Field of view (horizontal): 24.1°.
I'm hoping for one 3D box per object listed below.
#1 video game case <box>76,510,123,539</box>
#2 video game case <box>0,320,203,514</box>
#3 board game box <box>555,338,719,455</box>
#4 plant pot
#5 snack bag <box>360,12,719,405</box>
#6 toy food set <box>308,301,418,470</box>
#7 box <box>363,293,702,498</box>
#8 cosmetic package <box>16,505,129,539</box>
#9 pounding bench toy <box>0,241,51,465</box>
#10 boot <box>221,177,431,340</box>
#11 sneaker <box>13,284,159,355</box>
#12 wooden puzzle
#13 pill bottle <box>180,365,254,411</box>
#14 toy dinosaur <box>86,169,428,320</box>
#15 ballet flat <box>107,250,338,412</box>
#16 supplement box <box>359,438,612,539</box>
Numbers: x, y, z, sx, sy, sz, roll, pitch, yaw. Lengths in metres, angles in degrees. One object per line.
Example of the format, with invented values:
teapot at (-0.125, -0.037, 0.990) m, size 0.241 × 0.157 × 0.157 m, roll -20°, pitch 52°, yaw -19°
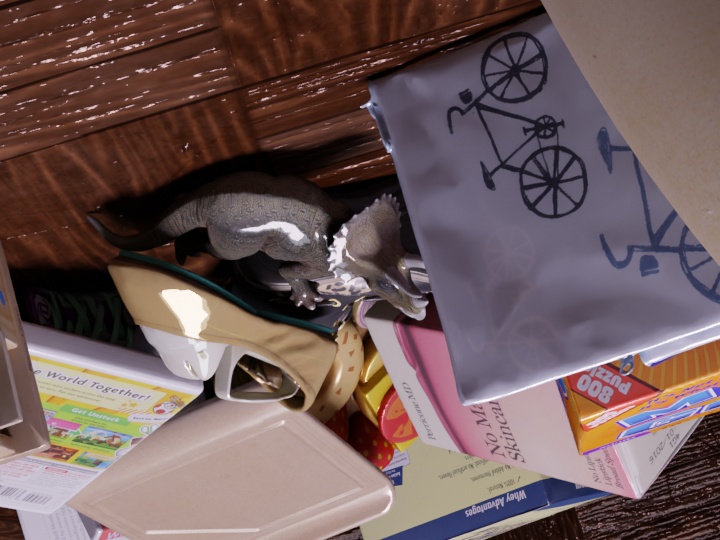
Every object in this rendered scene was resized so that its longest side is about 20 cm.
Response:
video game case at (-0.152, 0.137, 1.336) m, size 0.199 × 0.143 × 0.017 m, roll -7°, pitch 141°, yaw -38°
video game case at (-0.229, 0.090, 1.045) m, size 0.199 × 0.023 × 0.182 m, roll 18°, pitch 136°, yaw -39°
board game box at (0.185, -0.029, 0.942) m, size 0.199 × 0.201 × 0.200 m, roll -19°, pitch 167°, yaw 3°
plant pot at (0.172, -0.093, 0.676) m, size 0.186 × 0.201 × 0.187 m, roll -16°, pitch 166°, yaw -4°
snack bag at (0.115, -0.041, 0.835) m, size 0.199 × 0.190 × 0.021 m, roll -20°, pitch 166°, yaw 15°
toy food set at (0.013, 0.069, 1.259) m, size 0.198 × 0.049 × 0.200 m, roll -43°, pitch 137°, yaw -11°
box at (0.122, 0.059, 1.157) m, size 0.199 × 0.128 × 0.109 m, roll 9°, pitch -136°, yaw 45°
cosmetic package at (-0.181, 0.223, 1.474) m, size 0.199 × 0.201 × 0.123 m, roll -17°, pitch 179°, yaw 1°
pounding bench toy at (-0.237, 0.075, 0.838) m, size 0.123 × 0.201 × 0.156 m, roll -17°, pitch 168°, yaw 1°
boot at (0.000, 0.000, 1.110) m, size 0.199 × 0.074 × 0.151 m, roll -8°, pitch 163°, yaw -20°
sneaker at (-0.183, 0.042, 1.059) m, size 0.199 × 0.075 × 0.088 m, roll -10°, pitch 160°, yaw -27°
wooden puzzle at (-0.094, 0.152, 1.214) m, size 0.184 × 0.037 × 0.200 m, roll -24°, pitch 142°, yaw 15°
pill bottle at (-0.092, 0.098, 1.305) m, size 0.199 × 0.113 × 0.112 m, roll -3°, pitch 161°, yaw -45°
toy dinosaur at (-0.051, -0.029, 0.964) m, size 0.199 × 0.077 × 0.102 m, roll 19°, pitch 154°, yaw -10°
ballet flat at (-0.080, 0.043, 0.998) m, size 0.068 × 0.063 × 0.200 m, roll 12°, pitch 172°, yaw 38°
supplement box at (0.092, 0.133, 1.486) m, size 0.199 × 0.201 × 0.134 m, roll -26°, pitch 164°, yaw 34°
